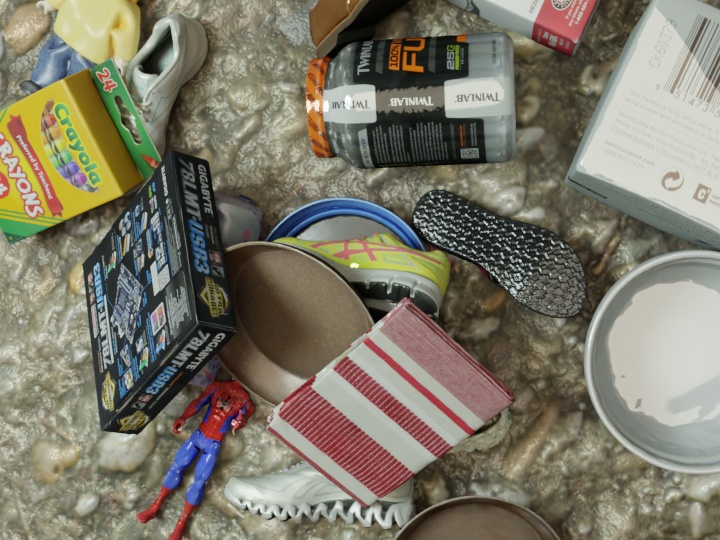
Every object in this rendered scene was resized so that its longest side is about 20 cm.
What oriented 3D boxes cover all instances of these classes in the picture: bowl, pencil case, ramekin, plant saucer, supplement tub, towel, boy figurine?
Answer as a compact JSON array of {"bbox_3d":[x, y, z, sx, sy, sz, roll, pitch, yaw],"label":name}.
[{"bbox_3d":[-0.016,0.028,1.061,0.197,0.039,0.205,0,92,9],"label":"bowl"},{"bbox_3d":[-0.166,0.016,1.064,0.090,0.083,0.204,17,94,28],"label":"pencil case"},{"bbox_3d":[0.309,0.081,0.976,0.196,0.105,0.204,0,92,9],"label":"ramekin"},{"bbox_3d":[-0.063,0.052,0.991,0.197,0.037,0.203,15,128,19],"label":"plant saucer"},{"bbox_3d":[0.052,-0.163,1.003,0.196,0.122,0.125,-2,91,9],"label":"supplement tub"},{"bbox_3d":[0.024,0.128,0.957,0.144,0.023,0.199,41,117,-16],"label":"towel"},{"bbox_3d":[0.114,0.315,1.034,0.196,0.035,0.204,0,101,0],"label":"plant saucer"},{"bbox_3d":[-0.282,-0.260,1.085,0.123,0.064,0.202,32,95,7],"label":"boy figurine"}]

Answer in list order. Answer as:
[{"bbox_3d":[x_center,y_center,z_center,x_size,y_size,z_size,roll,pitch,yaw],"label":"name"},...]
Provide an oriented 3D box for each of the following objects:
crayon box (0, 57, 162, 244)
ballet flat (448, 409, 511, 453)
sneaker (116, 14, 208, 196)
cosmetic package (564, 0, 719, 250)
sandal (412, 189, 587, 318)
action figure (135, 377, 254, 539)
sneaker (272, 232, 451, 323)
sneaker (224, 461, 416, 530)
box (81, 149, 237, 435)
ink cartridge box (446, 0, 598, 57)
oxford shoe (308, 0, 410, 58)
[{"bbox_3d":[-0.308,-0.120,1.055,0.197,0.051,0.129,-19,105,27],"label":"crayon box"},{"bbox_3d":[0.055,0.148,1.016,0.196,0.072,0.073,-6,91,-7],"label":"ballet flat"},{"bbox_3d":[-0.227,-0.174,1.071,0.070,0.080,0.203,25,97,6],"label":"sneaker"},{"bbox_3d":[0.292,-0.125,0.925,0.163,0.200,0.167,26,94,8],"label":"cosmetic package"},{"bbox_3d":[0.143,-0.020,1.038,0.198,0.045,0.076,31,91,22],"label":"sandal"},{"bbox_3d":[-0.168,0.187,1.064,0.065,0.099,0.202,29,93,6],"label":"action figure"},{"bbox_3d":[0.000,0.000,1.008,0.197,0.091,0.079,15,135,24],"label":"sneaker"},{"bbox_3d":[-0.040,0.217,1.059,0.196,0.075,0.083,3,84,1],"label":"sneaker"},{"bbox_3d":[-0.200,0.023,1.000,0.199,0.049,0.203,-45,47,37],"label":"box"},{"bbox_3d":[0.150,-0.320,1.003,0.197,0.083,0.149,25,96,7],"label":"ink cartridge box"},{"bbox_3d":[0.004,-0.273,0.990,0.199,0.071,0.072,-29,82,50],"label":"oxford shoe"}]
